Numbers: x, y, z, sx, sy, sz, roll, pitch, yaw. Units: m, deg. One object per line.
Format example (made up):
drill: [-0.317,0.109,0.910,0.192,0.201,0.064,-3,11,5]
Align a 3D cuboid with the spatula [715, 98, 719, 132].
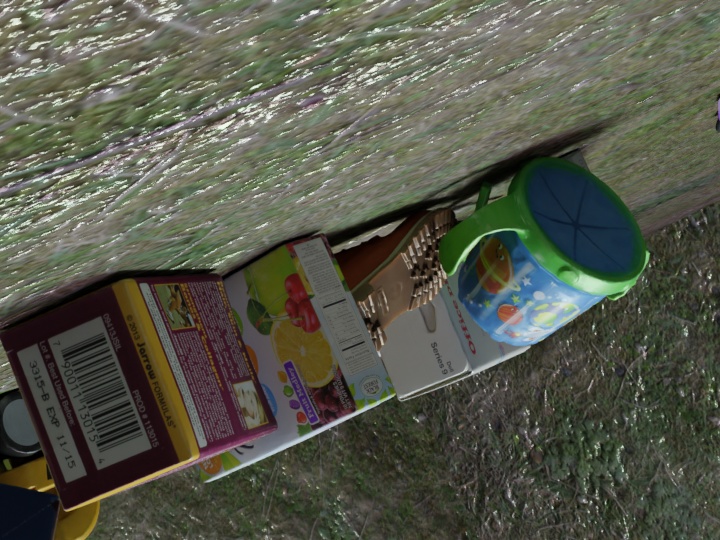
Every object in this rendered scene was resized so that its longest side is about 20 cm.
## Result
spatula: [0.374,-0.159,1.656,0.056,0.021,0.200,-18,176,4]

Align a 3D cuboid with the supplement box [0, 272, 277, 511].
supplement box: [-0.151,0.080,1.175,0.103,0.131,0.200,-23,174,13]

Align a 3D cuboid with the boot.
boot: [0.001,0.001,1.414,0.107,0.075,0.200,17,-138,36]

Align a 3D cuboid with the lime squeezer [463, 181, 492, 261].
lime squeezer: [0.114,-0.037,1.525,0.071,0.038,0.200,-50,171,4]

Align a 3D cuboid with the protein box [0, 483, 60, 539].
protein box: [-0.362,0.235,1.307,0.198,0.135,0.200,15,160,-18]

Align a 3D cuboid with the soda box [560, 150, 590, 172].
soda box: [0.190,-0.060,1.596,0.063,0.068,0.200,-24,174,2]

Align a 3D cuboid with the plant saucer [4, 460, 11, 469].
plant saucer: [-0.424,0.243,2.111,0.199,0.031,0.200,-23,175,-2]

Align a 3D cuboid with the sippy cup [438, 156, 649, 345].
sippy cup: [0.155,-0.006,1.440,0.130,0.178,0.140,-49,-170,39]

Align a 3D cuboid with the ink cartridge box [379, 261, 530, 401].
ink cartridge box: [0.080,0.037,1.644,0.087,0.146,0.200,-24,176,20]

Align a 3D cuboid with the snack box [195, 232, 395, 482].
snack box: [-0.080,0.074,1.342,0.200,0.143,0.053,-28,173,42]

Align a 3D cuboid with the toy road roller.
toy road roller: [-0.278,0.182,1.523,0.123,0.146,0.200,-28,173,42]
